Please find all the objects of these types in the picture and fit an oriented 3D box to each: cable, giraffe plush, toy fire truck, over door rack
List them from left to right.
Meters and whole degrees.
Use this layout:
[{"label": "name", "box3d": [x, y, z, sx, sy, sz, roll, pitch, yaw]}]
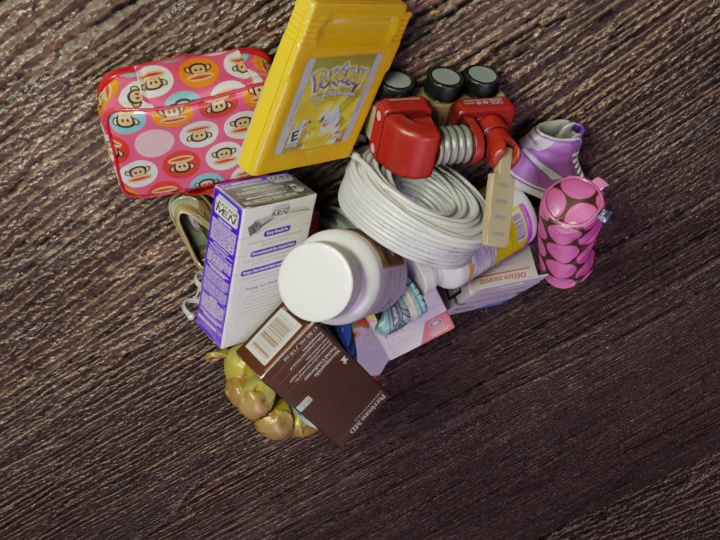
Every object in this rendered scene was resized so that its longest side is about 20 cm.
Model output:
[{"label": "giraffe plush", "box3d": [-0.154, 0.160, 1.361, 0.162, 0.200, 0.173, -4, 138, 37]}, {"label": "over door rack", "box3d": [-0.140, 0.024, 1.259, 0.200, 0.067, 0.148, 2, 141, -29]}, {"label": "cable", "box3d": [0.069, -0.082, 1.099, 0.200, 0.200, 0.069, 7, 129, -34]}, {"label": "toy fire truck", "box3d": [0.110, -0.133, 1.039, 0.176, 0.200, 0.129, -7, 137, -19]}]

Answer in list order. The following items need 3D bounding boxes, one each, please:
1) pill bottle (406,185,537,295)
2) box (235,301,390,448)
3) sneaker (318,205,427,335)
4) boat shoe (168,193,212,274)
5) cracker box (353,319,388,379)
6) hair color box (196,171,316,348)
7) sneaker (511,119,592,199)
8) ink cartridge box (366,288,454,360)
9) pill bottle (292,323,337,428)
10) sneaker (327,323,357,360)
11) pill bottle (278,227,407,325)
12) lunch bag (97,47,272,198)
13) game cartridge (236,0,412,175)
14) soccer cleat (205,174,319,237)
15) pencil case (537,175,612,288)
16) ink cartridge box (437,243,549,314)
[{"label": "pill bottle", "box3d": [0.145, -0.042, 1.233, 0.200, 0.104, 0.104, -30, 151, -23]}, {"label": "box", "box3d": [-0.058, 0.135, 1.124, 0.100, 0.075, 0.200, -47, 134, -6]}, {"label": "sneaker", "box3d": [0.000, 0.000, 1.184, 0.086, 0.200, 0.078, -38, 171, -14]}, {"label": "boat shoe", "box3d": [-0.182, -0.012, 1.118, 0.072, 0.076, 0.200, -30, 122, 9]}, {"label": "cracker box", "box3d": [-0.011, 0.119, 1.467, 0.134, 0.058, 0.200, -1, 141, -25]}, {"label": "hair color box", "box3d": [-0.129, -0.012, 1.062, 0.109, 0.065, 0.200, -16, 134, -41]}, {"label": "sneaker", "box3d": [0.298, -0.150, 1.243, 0.200, 0.073, 0.114, 12, 131, -39]}, {"label": "ink cartridge box", "box3d": [0.049, 0.024, 1.317, 0.116, 0.068, 0.200, -27, 123, 2]}, {"label": "pill bottle", "box3d": [-0.083, 0.122, 1.232, 0.111, 0.111, 0.200, -27, 123, 9]}, {"label": "sneaker", "box3d": [-0.030, 0.077, 1.302, 0.078, 0.066, 0.200, -54, 147, -31]}, {"label": "pill bottle", "box3d": [-0.021, 0.006, 1.055, 0.114, 0.114, 0.200, -32, 174, 17]}, {"label": "lunch bag", "box3d": [-0.181, -0.152, 0.977, 0.200, 0.082, 0.176, -12, 146, -13]}, {"label": "game cartridge", "box3d": [-0.035, -0.201, 0.943, 0.176, 0.032, 0.200, -21, 146, -49]}, {"label": "soccer cleat", "box3d": [-0.123, -0.083, 1.136, 0.076, 0.067, 0.200, -1, 162, 29]}, {"label": "pencil case", "box3d": [0.303, -0.052, 1.245, 0.094, 0.091, 0.200, -42, 157, -13]}, {"label": "ink cartridge box", "box3d": [0.196, 0.010, 1.351, 0.116, 0.068, 0.200, -11, 169, -15]}]
